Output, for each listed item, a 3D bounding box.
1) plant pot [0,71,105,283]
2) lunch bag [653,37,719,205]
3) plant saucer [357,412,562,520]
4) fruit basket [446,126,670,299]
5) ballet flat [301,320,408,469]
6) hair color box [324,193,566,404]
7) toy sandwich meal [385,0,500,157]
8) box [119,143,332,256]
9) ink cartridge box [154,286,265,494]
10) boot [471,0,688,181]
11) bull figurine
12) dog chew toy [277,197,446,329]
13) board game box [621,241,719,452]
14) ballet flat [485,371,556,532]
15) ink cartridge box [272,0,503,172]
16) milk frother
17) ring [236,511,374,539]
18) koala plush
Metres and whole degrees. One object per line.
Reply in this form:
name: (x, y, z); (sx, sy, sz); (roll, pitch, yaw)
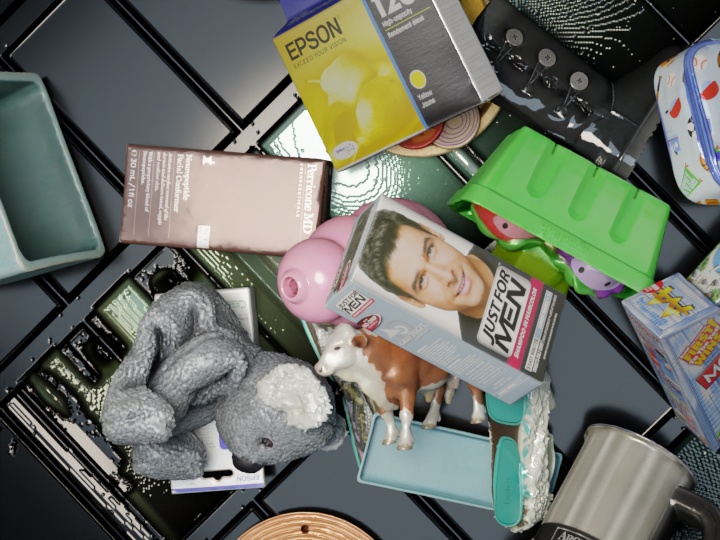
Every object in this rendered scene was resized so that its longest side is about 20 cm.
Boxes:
plant pot: (-0.400, -0.066, 1.713); (0.200, 0.196, 0.197); (-20, 90, 16)
lunch bag: (0.374, -0.137, 1.642); (0.200, 0.076, 0.161); (-8, 78, -29)
plant saucer: (0.096, 0.189, 1.718); (0.199, 0.019, 0.070); (14, 93, -15)
fruit basket: (0.169, -0.009, 1.677); (0.215, 0.156, 0.216); (0, 89, -5)
ballet flat: (0.003, 0.105, 1.731); (0.072, 0.072, 0.201); (-20, 96, 6)
hair color box: (0.078, 0.027, 1.584); (0.200, 0.061, 0.099); (28, 57, -13)
toy sandwich meal: (0.053, -0.210, 1.717); (0.205, 0.070, 0.206); (0, 92, 6)
box: (-0.131, -0.067, 1.739); (0.199, 0.075, 0.100); (4, 92, 4)
ink cartridge box: (-0.147, 0.118, 1.762); (0.099, 0.039, 0.201); (-4, 90, 6)
boot: (0.201, -0.197, 1.678); (0.200, 0.066, 0.165); (31, 61, 3)
bull figurine: (0.044, 0.097, 1.639); (0.065, 0.200, 0.122); (-3, 96, 44)
dog chew toy: (0.000, 0.000, 1.663); (0.124, 0.200, 0.125); (10, 106, 39)
board game box: (0.336, 0.046, 1.638); (0.200, 0.200, 0.062); (-49, 47, 5)
ballet flat: (0.157, 0.150, 1.695); (0.072, 0.072, 0.201); (1, 101, 5)
ink cartridge box: (0.010, -0.216, 1.650); (0.197, 0.047, 0.200); (-23, 98, 43)
milk frother: (0.249, 0.283, 1.690); (0.180, 0.200, 0.188); (28, 70, 12)
ring: (-0.053, 0.340, 1.769); (0.200, 0.019, 0.201); (0, 91, 5)
koala plush: (-0.110, 0.115, 1.652); (0.199, 0.177, 0.184); (15, 72, 14)
